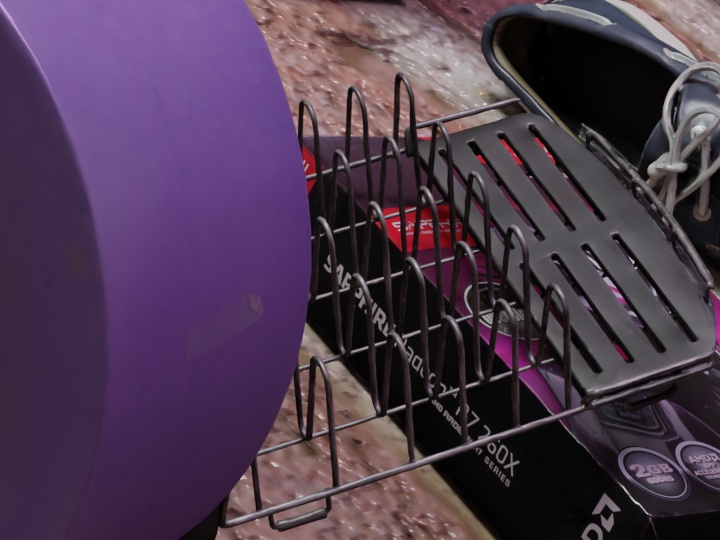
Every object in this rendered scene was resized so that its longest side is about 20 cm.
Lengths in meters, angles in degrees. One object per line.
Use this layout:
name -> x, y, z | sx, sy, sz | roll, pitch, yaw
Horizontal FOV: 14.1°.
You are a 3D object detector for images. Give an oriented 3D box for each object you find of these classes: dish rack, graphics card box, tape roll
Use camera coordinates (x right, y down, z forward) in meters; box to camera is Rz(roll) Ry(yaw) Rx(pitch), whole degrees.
dish rack -> 0.000, 0.000, 0.856 | 0.200, 0.055, 0.153 | -16, 44, -16
graphics card box -> 0.066, 0.029, 0.938 | 0.125, 0.051, 0.200 | -1, 38, -41
tape roll -> -0.117, -0.009, 0.683 | 0.200, 0.200, 0.085 | 35, 28, 18

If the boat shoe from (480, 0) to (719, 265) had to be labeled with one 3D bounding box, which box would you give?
boat shoe -> 0.123, -0.047, 1.095 | 0.062, 0.075, 0.200 | 0, 35, -43
